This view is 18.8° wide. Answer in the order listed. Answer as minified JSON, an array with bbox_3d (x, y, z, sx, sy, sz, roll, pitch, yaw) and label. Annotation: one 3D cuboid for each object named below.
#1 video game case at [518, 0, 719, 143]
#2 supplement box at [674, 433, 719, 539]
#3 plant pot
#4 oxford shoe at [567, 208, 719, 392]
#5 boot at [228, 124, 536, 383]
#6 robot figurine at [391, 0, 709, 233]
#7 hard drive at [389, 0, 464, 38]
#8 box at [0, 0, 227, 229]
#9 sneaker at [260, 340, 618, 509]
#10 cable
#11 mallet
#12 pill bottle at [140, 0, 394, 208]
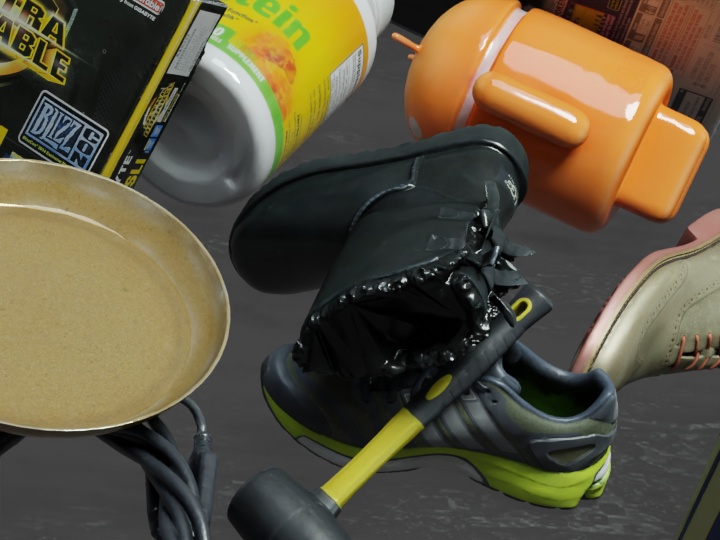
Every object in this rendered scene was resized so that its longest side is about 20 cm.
[{"bbox_3d":[0.157,-0.158,1.367,0.182,0.200,0.023,18,63,2],"label":"video game case"},{"bbox_3d":[0.247,0.104,1.095,0.134,0.200,0.200,24,40,10],"label":"supplement box"},{"bbox_3d":[-0.167,0.017,1.118,0.200,0.028,0.200,11,41,-10],"label":"plant pot"},{"bbox_3d":[0.188,0.029,1.262,0.075,0.070,0.200,39,46,16],"label":"oxford shoe"},{"bbox_3d":[0.000,0.001,1.152,0.198,0.073,0.163,-17,27,24],"label":"boot"},{"bbox_3d":[0.113,-0.097,1.344,0.200,0.117,0.144,26,44,9],"label":"robot figurine"},{"bbox_3d":[0.111,-0.179,1.427,0.200,0.135,0.042,17,62,4],"label":"hard drive"},{"bbox_3d":[-0.196,-0.128,1.233,0.200,0.160,0.049,33,13,17],"label":"box"},{"bbox_3d":[0.046,0.064,1.163,0.200,0.081,0.074,10,40,-7],"label":"sneaker"},{"bbox_3d":[-0.153,0.120,1.058,0.163,0.051,0.200,12,41,-5],"label":"cable"},{"bbox_3d":[0.015,0.074,1.110,0.066,0.041,0.200,34,75,23],"label":"mallet"},{"bbox_3d":[-0.059,-0.132,1.325,0.111,0.111,0.200,27,41,12],"label":"pill bottle"}]
